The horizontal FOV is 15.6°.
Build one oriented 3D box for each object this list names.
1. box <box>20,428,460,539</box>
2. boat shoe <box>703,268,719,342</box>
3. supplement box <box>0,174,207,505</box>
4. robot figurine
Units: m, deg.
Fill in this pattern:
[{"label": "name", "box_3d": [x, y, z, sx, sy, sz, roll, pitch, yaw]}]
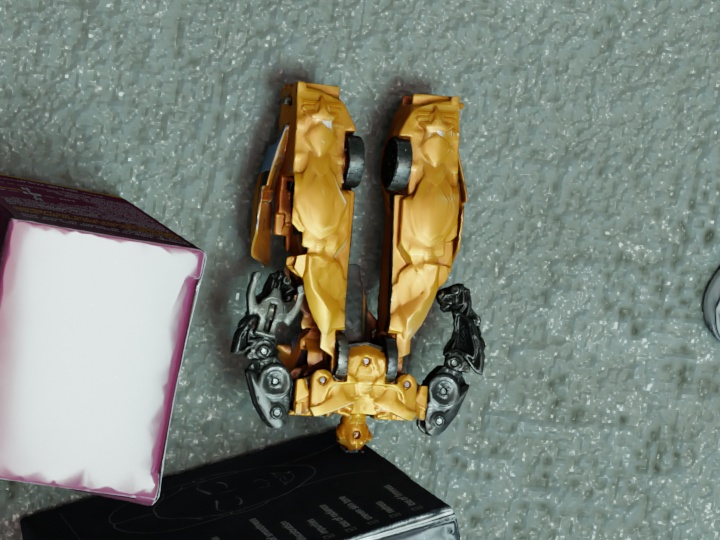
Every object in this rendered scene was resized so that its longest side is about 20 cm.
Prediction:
[{"label": "box", "box_3d": [-0.061, 0.184, 1.404, 0.196, 0.200, 0.124, -13, 103, -15]}, {"label": "boat shoe", "box_3d": [0.283, -0.031, 1.544, 0.074, 0.065, 0.200, 33, 89, -20]}, {"label": "supplement box", "box_3d": [-0.160, 0.029, 1.345, 0.103, 0.200, 0.131, 11, 95, -19]}, {"label": "robot figurine", "box_3d": [0.000, 0.000, 1.452, 0.145, 0.058, 0.200, 5, 89, -18]}]
